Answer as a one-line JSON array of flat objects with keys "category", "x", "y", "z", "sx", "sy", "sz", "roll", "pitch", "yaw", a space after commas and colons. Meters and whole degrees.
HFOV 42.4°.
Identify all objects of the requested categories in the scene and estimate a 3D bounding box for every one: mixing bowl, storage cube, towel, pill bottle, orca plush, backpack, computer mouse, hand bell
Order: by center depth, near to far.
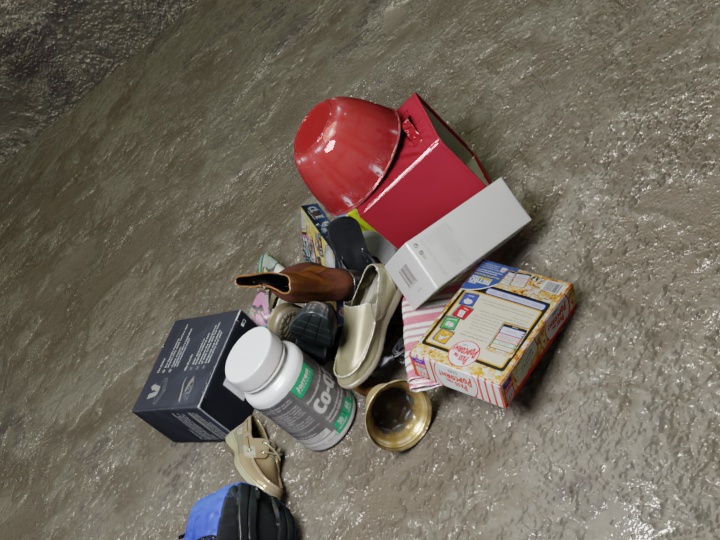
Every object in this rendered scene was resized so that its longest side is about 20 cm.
[{"category": "backpack", "x": -0.189, "y": 0.411, "z": 1.311, "sx": 0.166, "sy": 0.162, "sz": 0.203, "roll": -25, "pitch": 40, "yaw": 33}, {"category": "towel", "x": 0.134, "y": 0.091, "z": 1.348, "sx": 0.143, "sy": 0.030, "sz": 0.202, "roll": -8, "pitch": 39, "yaw": 5}, {"category": "hand bell", "x": 0.022, "y": 0.185, "z": 1.395, "sx": 0.104, "sy": 0.104, "sz": 0.200, "roll": -49, "pitch": 22, "yaw": -4}, {"category": "pill bottle", "x": -0.107, "y": 0.180, "z": 1.418, "sx": 0.112, "sy": 0.200, "sz": 0.114, "roll": -29, "pitch": 38, "yaw": 25}, {"category": "computer mouse", "x": 0.014, "y": 0.130, "z": 1.465, "sx": 0.197, "sy": 0.047, "sz": 0.141, "roll": -16, "pitch": 27, "yaw": 25}, {"category": "mixing bowl", "x": -0.038, "y": -0.202, "z": 1.498, "sx": 0.199, "sy": 0.107, "sz": 0.203, "roll": -38, "pitch": 37, "yaw": 35}, {"category": "storage cube", "x": 0.097, "y": -0.146, "z": 1.536, "sx": 0.179, "sy": 0.199, "sz": 0.172, "roll": -42, "pitch": 34, "yaw": 17}, {"category": "orca plush", "x": 0.044, "y": 0.004, "z": 1.582, "sx": 0.104, "sy": 0.072, "sz": 0.199, "roll": -12, "pitch": 31, "yaw": -33}]

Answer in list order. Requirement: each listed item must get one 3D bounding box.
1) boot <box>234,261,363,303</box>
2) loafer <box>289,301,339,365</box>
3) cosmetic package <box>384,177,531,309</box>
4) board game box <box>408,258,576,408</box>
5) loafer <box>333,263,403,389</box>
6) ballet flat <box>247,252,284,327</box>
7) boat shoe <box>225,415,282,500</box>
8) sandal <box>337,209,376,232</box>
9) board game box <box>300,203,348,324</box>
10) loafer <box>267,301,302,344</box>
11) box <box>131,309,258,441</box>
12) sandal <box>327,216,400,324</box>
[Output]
[{"category": "boot", "x": -0.117, "y": 0.026, "z": 1.414, "sx": 0.186, "sy": 0.198, "sz": 0.070, "roll": 9, "pitch": 96, "yaw": 37}, {"category": "loafer", "x": -0.065, "y": 0.079, "z": 1.402, "sx": 0.200, "sy": 0.072, "sz": 0.073, "roll": 109, "pitch": -177, "yaw": -69}, {"category": "cosmetic package", "x": 0.144, "y": -0.041, "z": 1.377, "sx": 0.198, "sy": 0.085, "sz": 0.108, "roll": -33, "pitch": -7, "yaw": -23}, {"category": "board game box", "x": 0.181, "y": 0.080, "z": 1.266, "sx": 0.150, "sy": 0.047, "sz": 0.200, "roll": 17, "pitch": 52, "yaw": 38}, {"category": "loafer", "x": 0.002, "y": 0.077, "z": 1.395, "sx": 0.075, "sy": 0.068, "sz": 0.203, "roll": 2, "pitch": 65, "yaw": 51}, {"category": "ballet flat", "x": -0.162, "y": 0.038, "z": 1.748, "sx": 0.070, "sy": 0.070, "sz": 0.202, "roll": -11, "pitch": 38, "yaw": 15}, {"category": "boat shoe", "x": -0.160, "y": 0.296, "z": 1.480, "sx": 0.065, "sy": 0.072, "sz": 0.200, "roll": -48, "pitch": 28, "yaw": 0}, {"category": "sandal", "x": 0.008, "y": -0.110, "z": 1.709, "sx": 0.201, "sy": 0.080, "sz": 0.087, "roll": -49, "pitch": 29, "yaw": -17}, {"category": "board game box", "x": -0.059, "y": -0.015, "z": 1.633, "sx": 0.034, "sy": 0.138, "sz": 0.200, "roll": -10, "pitch": 31, "yaw": -17}, {"category": "loafer", "x": -0.108, "y": 0.096, "z": 1.514, "sx": 0.067, "sy": 0.200, "sz": 0.077, "roll": 25, "pitch": 83, "yaw": 24}, {"category": "box", "x": -0.278, "y": 0.193, "z": 1.669, "sx": 0.197, "sy": 0.117, "sz": 0.199, "roll": -10, "pitch": 48, "yaw": 41}, {"category": "sandal", "x": -0.001, "y": 0.000, "z": 1.480, "sx": 0.075, "sy": 0.043, "sz": 0.202, "roll": -24, "pitch": 69, "yaw": -13}]
